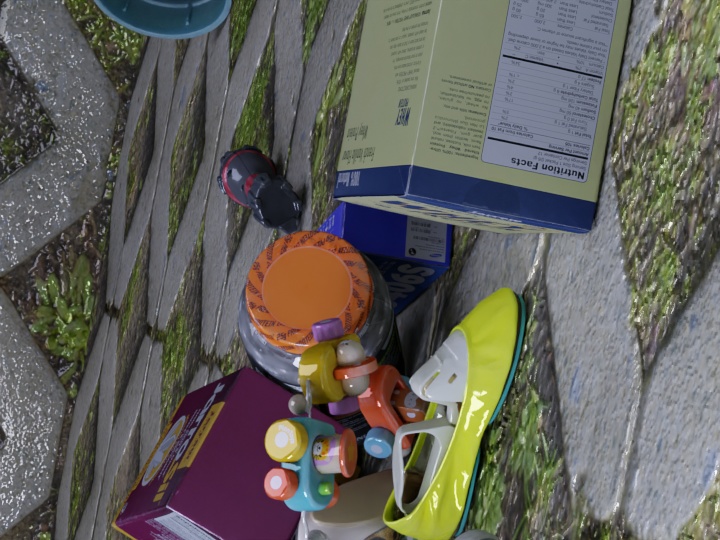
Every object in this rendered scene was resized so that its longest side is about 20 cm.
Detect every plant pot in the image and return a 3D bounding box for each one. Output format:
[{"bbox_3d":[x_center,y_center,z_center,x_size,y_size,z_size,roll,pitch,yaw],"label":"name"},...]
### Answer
[{"bbox_3d":[-0.256,-0.454,2.912,0.200,0.199,0.197,121,162,-53],"label":"plant pot"}]

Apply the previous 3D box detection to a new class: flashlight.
[{"bbox_3d":[-0.110,-0.092,2.325,0.200,0.067,0.068,-141,65,-75],"label":"flashlight"}]

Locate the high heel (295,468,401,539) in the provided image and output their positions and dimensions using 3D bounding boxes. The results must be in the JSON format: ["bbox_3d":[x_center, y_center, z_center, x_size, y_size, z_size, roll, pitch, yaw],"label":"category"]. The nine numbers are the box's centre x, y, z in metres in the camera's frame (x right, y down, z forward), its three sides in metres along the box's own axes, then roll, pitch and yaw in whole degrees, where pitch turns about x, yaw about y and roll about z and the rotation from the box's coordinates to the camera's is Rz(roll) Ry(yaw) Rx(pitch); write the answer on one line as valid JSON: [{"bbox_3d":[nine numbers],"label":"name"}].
[{"bbox_3d":[-0.012,0.248,1.621,0.200,0.071,0.143,-49,-38,-51],"label":"high heel"}]

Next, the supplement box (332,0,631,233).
[{"bbox_3d":[0.083,-0.135,1.494,0.200,0.134,0.201,-176,97,-75],"label":"supplement box"}]

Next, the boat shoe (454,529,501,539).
[{"bbox_3d":[0.073,0.274,1.411,0.071,0.070,0.202,17,95,56],"label":"boat shoe"}]

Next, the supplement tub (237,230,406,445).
[{"bbox_3d":[-0.030,0.054,1.698,0.200,0.122,0.123,78,-166,-64],"label":"supplement tub"}]

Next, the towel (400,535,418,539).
[{"bbox_3d":[0.020,0.287,1.662,0.200,0.023,0.153,126,150,-59],"label":"towel"}]

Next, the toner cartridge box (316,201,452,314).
[{"bbox_3d":[0.000,0.000,1.794,0.200,0.094,0.043,135,144,-66],"label":"toner cartridge box"}]

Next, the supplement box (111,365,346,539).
[{"bbox_3d":[-0.107,0.167,1.705,0.131,0.103,0.200,-61,12,-19],"label":"supplement box"}]

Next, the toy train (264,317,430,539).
[{"bbox_3d":[0.001,0.120,1.552,0.151,0.055,0.200,63,-145,-30],"label":"toy train"}]

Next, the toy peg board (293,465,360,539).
[{"bbox_3d":[-0.055,0.208,1.910,0.200,0.097,0.200,-69,11,-22],"label":"toy peg board"}]

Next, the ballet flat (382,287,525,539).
[{"bbox_3d":[0.062,0.105,1.541,0.067,0.067,0.201,-126,49,-62],"label":"ballet flat"}]
